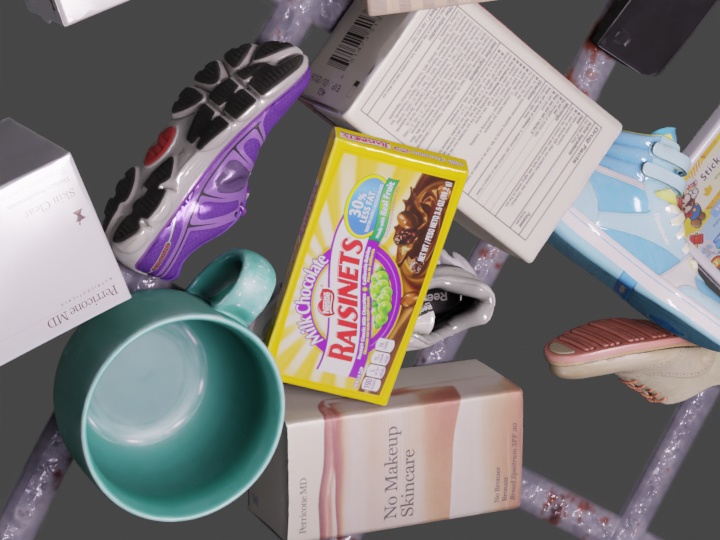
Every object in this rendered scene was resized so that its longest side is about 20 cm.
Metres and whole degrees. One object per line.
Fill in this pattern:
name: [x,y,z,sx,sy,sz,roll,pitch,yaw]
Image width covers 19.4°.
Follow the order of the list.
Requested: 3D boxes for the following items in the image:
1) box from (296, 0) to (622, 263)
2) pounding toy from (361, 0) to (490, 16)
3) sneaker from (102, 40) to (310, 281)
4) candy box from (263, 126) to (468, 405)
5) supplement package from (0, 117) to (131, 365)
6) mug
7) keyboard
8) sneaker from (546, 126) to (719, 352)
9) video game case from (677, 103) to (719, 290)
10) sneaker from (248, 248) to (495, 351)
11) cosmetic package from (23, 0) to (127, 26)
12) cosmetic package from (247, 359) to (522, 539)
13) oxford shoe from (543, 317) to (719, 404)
box: [0.072,-0.119,1.563,0.200,0.109,0.128,37,87,-27]
pounding toy: [0.012,-0.301,1.429,0.141,0.184,0.201,-8,119,-6]
sneaker: [-0.104,-0.080,1.525,0.200,0.081,0.083,-50,131,4]
candy box: [0.000,0.000,1.518,0.102,0.026,0.201,14,116,-9]
supplement package: [-0.281,0.000,1.405,0.199,0.156,0.111,-29,113,-16]
mug: [-0.131,0.083,1.516,0.184,0.114,0.153,-29,113,-15]
keyboard: [0.247,-0.251,1.629,0.127,0.021,0.200,27,107,-38]
sneaker: [0.242,-0.036,1.649,0.200,0.080,0.131,37,82,-1]
video game case: [0.350,-0.073,1.751,0.182,0.023,0.200,41,85,-27]
sneaker: [0.009,0.033,1.589,0.199,0.081,0.076,-15,110,-19]
cosmetic package: [-0.140,-0.244,1.438,0.199,0.107,0.085,-25,111,-19]
cosmetic package: [0.019,0.137,1.614,0.199,0.087,0.104,-8,107,-23]
oxford shoe: [0.239,0.078,1.711,0.199,0.071,0.074,-5,107,-23]
